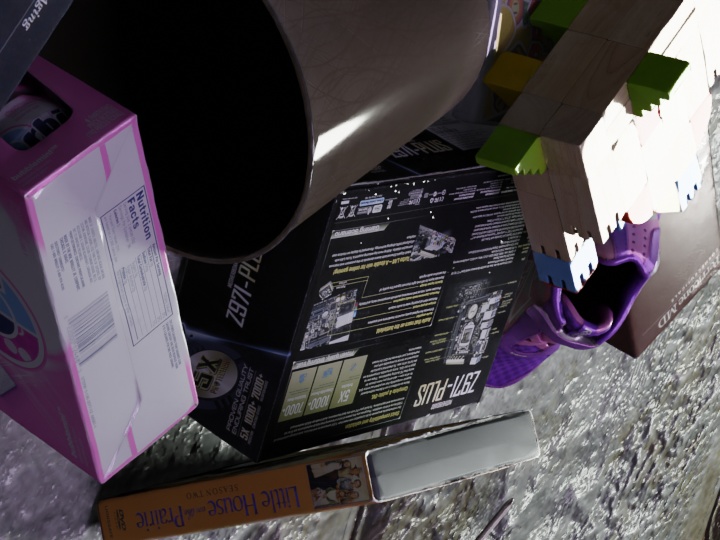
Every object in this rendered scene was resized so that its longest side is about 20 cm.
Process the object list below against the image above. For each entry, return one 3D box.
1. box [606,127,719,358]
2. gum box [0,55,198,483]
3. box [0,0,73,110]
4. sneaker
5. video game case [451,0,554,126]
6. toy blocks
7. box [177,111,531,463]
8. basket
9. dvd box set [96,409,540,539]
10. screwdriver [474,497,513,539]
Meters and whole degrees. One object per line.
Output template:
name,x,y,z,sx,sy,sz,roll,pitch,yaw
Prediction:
box,0.169,-0.047,1.537,0.100,0.075,0.200,-45,147,-21
gum box,-0.147,-0.012,1.091,0.066,0.113,0.200,-39,143,-28
box,-0.195,-0.159,0.895,0.200,0.124,0.197,-57,147,-4
sneaker,0.118,0.016,1.448,0.080,0.089,0.200,14,136,-24
video game case,0.133,-0.176,1.360,0.182,0.023,0.201,2,100,-47
toy blocks,0.146,-0.078,1.330,0.200,0.100,0.137,-53,145,-28
box,0.000,0.000,1.329,0.200,0.086,0.164,-12,125,-49
basket,-0.034,-0.106,1.143,0.136,0.181,0.200,-41,169,34
dvd box set,-0.024,0.112,1.307,0.146,0.200,0.030,-10,87,-49
screwdriver,0.043,0.233,1.632,0.200,0.028,0.029,-45,117,-15
